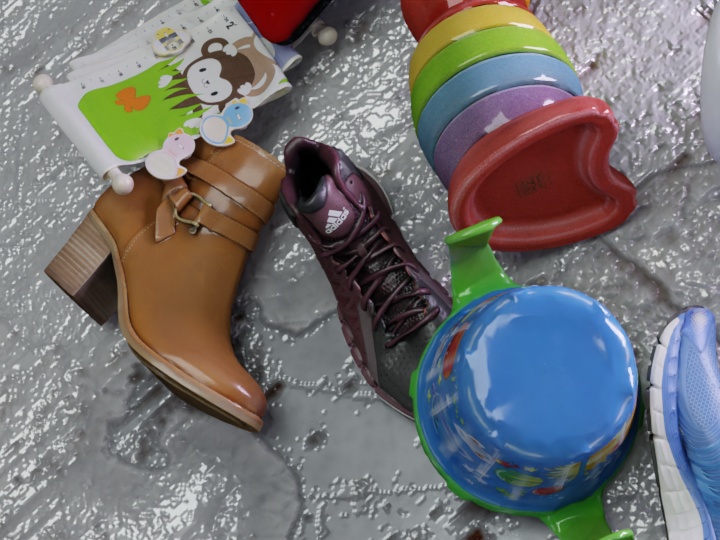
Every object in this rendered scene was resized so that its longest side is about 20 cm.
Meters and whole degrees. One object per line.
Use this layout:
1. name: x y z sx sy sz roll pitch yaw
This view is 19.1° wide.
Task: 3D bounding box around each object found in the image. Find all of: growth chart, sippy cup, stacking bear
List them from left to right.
1. growth chart: -0.113 -0.132 1.408 0.200 0.018 0.145 -36 54 -22
2. stacking bear: 0.081 -0.121 1.325 0.113 0.122 0.201 -20 54 4
3. sippy cup: 0.099 0.066 1.201 0.177 0.130 0.140 32 81 4

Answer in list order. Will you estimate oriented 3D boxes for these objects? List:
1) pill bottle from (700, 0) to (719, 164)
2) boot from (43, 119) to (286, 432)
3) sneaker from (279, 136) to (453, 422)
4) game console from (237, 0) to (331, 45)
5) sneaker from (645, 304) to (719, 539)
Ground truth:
1. pill bottle: 0.303 -0.106 1.229 0.199 0.111 0.111 7 72 22
2. boot: -0.093 -0.004 1.360 0.200 0.074 0.155 40 82 26
3. sneaker: 0.000 0.000 1.296 0.076 0.116 0.200 -35 61 4
4. game console: -0.019 -0.263 1.447 0.172 0.118 0.200 -47 58 22
5. sneaker: 0.210 0.116 1.201 0.089 0.079 0.201 -11 74 8
